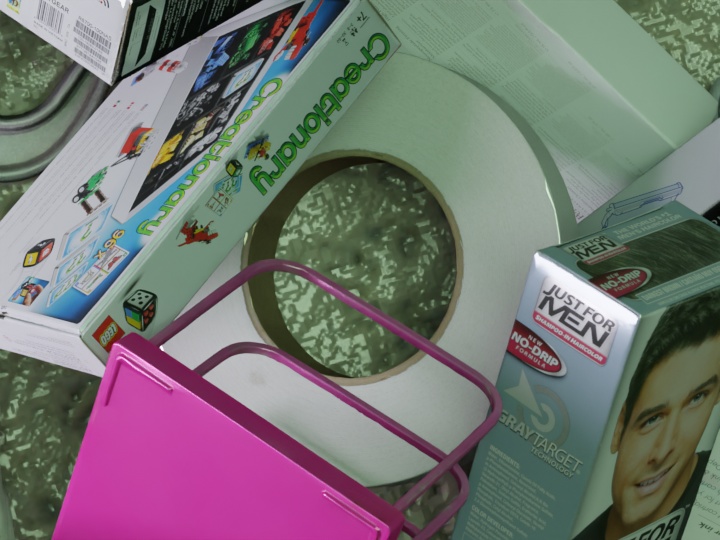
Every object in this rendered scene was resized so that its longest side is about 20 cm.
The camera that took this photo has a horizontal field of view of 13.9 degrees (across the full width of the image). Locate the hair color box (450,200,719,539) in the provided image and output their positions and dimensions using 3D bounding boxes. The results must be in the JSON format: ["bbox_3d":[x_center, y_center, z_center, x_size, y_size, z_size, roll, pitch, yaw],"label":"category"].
[{"bbox_3d":[0.102,0.078,1.284,0.061,0.200,0.099,34,34,31],"label":"hair color box"}]

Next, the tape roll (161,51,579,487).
[{"bbox_3d":[0.000,0.000,1.346,0.202,0.037,0.203,-1,87,20],"label":"tape roll"}]

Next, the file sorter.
[{"bbox_3d":[-0.040,0.118,1.269,0.139,0.200,0.125,33,37,17],"label":"file sorter"}]

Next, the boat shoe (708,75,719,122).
[{"bbox_3d":[0.237,-0.016,1.415,0.070,0.066,0.200,-29,89,-12],"label":"boat shoe"}]

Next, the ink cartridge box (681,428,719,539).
[{"bbox_3d":[0.184,0.092,1.363,0.117,0.200,0.067,27,37,-5],"label":"ink cartridge box"}]

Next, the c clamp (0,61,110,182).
[{"bbox_3d":[-0.188,-0.146,1.382,0.200,0.027,0.171,41,79,-2],"label":"c clamp"}]

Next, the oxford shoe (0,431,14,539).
[{"bbox_3d":[-0.191,0.063,1.345,0.058,0.075,0.200,5,73,-43],"label":"oxford shoe"}]

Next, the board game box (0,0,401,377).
[{"bbox_3d":[-0.085,-0.043,1.297,0.200,0.126,0.035,-51,122,-19],"label":"board game box"}]

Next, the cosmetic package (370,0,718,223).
[{"bbox_3d":[0.065,-0.113,1.363,0.200,0.083,0.051,42,46,-17],"label":"cosmetic package"}]

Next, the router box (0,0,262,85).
[{"bbox_3d":[-0.132,-0.175,1.304,0.200,0.051,0.149,34,41,20],"label":"router box"}]

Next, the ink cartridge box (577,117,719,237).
[{"bbox_3d":[0.179,-0.026,1.349,0.200,0.094,0.044,-38,46,19],"label":"ink cartridge box"}]
